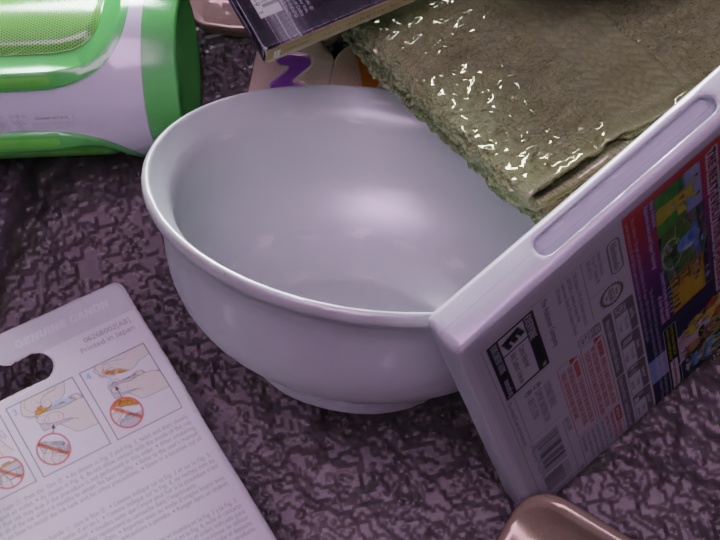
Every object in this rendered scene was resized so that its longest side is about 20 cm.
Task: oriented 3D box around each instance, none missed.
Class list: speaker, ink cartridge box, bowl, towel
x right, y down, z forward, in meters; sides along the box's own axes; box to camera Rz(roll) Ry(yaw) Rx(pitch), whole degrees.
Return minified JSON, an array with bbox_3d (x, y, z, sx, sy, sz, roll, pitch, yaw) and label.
[{"bbox_3d":[-0.181,-0.094,0.793,0.199,0.088,0.089,-2,74,4],"label":"speaker"},{"bbox_3d":[-0.130,0.124,0.725,0.162,0.050,0.200,-26,68,-23],"label":"ink cartridge box"},{"bbox_3d":[0.000,0.000,0.728,0.200,0.091,0.201,6,31,-4],"label":"bowl"},{"bbox_3d":[0.085,-0.102,0.742,0.148,0.037,0.200,-31,50,-14],"label":"towel"}]

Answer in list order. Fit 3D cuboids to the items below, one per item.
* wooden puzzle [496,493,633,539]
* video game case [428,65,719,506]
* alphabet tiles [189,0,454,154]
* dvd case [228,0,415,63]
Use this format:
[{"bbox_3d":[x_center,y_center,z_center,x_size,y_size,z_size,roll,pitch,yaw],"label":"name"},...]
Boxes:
[{"bbox_3d":[0.104,0.222,0.687,0.185,0.046,0.200,31,79,4],"label":"wooden puzzle"},{"bbox_3d":[0.118,0.007,0.680,0.182,0.200,0.023,-40,62,-7],"label":"video game case"},{"bbox_3d":[0.018,-0.155,0.831,0.199,0.015,0.196,8,75,7],"label":"alphabet tiles"},{"bbox_3d":[0.010,-0.192,0.754,0.199,0.016,0.149,-25,71,-16],"label":"dvd case"}]
